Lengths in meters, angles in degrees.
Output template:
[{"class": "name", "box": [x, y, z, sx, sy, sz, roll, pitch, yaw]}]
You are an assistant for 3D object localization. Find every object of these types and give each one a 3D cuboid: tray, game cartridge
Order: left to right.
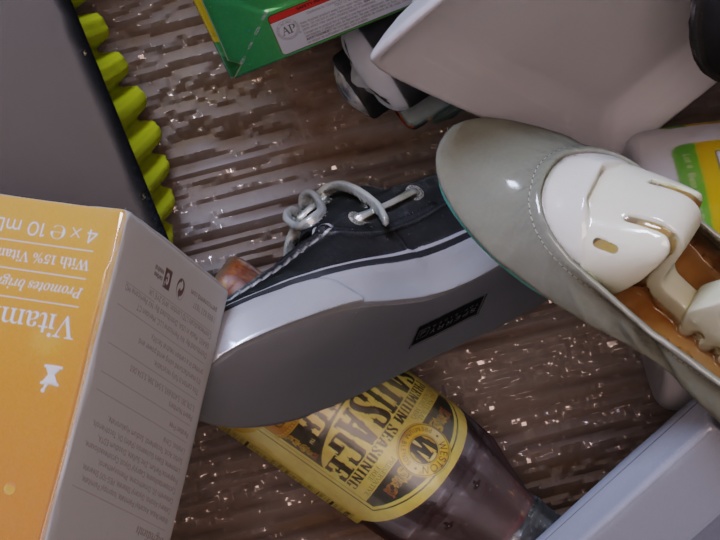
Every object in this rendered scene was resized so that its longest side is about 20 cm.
[{"class": "tray", "box": [0.085, -0.094, 0.840, 0.107, 0.200, 0.022, -39, 65, 19]}, {"class": "game cartridge", "box": [0.163, 0.138, 0.905, 0.200, 0.040, 0.133, 40, 103, -23]}]

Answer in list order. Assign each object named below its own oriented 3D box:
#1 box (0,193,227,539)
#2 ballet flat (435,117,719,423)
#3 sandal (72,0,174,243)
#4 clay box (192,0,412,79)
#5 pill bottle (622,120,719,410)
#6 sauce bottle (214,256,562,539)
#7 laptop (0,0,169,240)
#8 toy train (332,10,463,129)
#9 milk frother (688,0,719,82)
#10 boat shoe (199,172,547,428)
[{"class": "box", "box": [-0.137, 0.079, 0.772, 0.124, 0.097, 0.201, 8, 76, 20]}, {"class": "ballet flat", "box": [0.117, 0.003, 0.814, 0.200, 0.064, 0.067, 40, 57, 0]}, {"class": "sandal", "box": [-0.140, -0.071, 0.929, 0.087, 0.079, 0.200, -22, 89, 18]}, {"class": "clay box", "box": [-0.020, -0.162, 0.886, 0.115, 0.200, 0.048, -22, 127, 3]}, {"class": "pill bottle", "box": [0.208, -0.011, 0.905, 0.199, 0.111, 0.111, -7, 91, 1]}, {"class": "sauce bottle", "box": [0.013, 0.073, 0.932, 0.200, 0.066, 0.066, 33, 91, -1]}, {"class": "laptop", "box": [-0.186, -0.017, 0.913, 0.200, 0.116, 0.188, -23, 91, -5]}, {"class": "toy train", "box": [0.074, -0.127, 0.901, 0.200, 0.114, 0.085, -33, 90, 1]}, {"class": "milk frother", "box": [0.246, -0.123, 0.795, 0.188, 0.200, 0.180, 33, 47, 29]}, {"class": "boat shoe", "box": [0.001, -0.002, 0.889, 0.199, 0.074, 0.068, -23, 62, -32]}]
